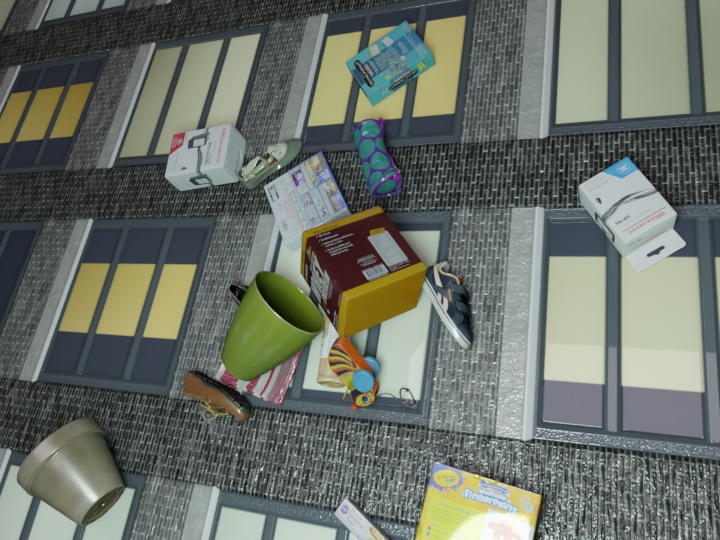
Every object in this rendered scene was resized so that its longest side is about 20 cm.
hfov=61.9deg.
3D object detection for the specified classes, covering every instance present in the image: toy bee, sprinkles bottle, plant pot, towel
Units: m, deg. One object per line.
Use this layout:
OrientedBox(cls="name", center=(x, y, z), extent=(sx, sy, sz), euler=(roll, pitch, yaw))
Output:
OrientedBox(cls="toy bee", center=(-0.003, 0.238, 1.238), extent=(0.109, 0.130, 0.201), euler=(-47, 73, 28))
OrientedBox(cls="sprinkles bottle", center=(-0.053, 0.151, 1.322), extent=(0.067, 0.068, 0.204), euler=(-3, 66, 21))
OrientedBox(cls="plant pot", center=(-0.634, 0.469, 1.363), extent=(0.173, 0.200, 0.201), euler=(40, 85, 14))
OrientedBox(cls="plant pot", center=(-0.211, 0.140, 1.313), extent=(0.201, 0.186, 0.188), euler=(-50, 57, 16))
OrientedBox(cls="towel", center=(-0.238, 0.213, 1.393), extent=(0.197, 0.023, 0.146), euler=(14, 76, 27))

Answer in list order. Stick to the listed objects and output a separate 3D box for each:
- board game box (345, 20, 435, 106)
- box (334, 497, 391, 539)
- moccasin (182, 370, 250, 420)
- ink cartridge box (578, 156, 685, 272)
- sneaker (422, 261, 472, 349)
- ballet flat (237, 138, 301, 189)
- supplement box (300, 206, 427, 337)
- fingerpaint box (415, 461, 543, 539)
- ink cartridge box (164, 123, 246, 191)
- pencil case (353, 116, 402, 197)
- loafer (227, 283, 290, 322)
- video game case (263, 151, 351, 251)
OrientedBox(cls="board game box", center=(0.078, -0.554, 1.604), extent=(0.198, 0.047, 0.152), euler=(-32, 59, 6))
OrientedBox(cls="box", center=(0.033, 0.516, 1.137), extent=(0.199, 0.039, 0.042), euler=(37, 82, 31))
OrientedBox(cls="moccasin", center=(-0.333, 0.297, 1.369), extent=(0.198, 0.074, 0.079), euler=(19, 85, 25))
OrientedBox(cls="ink cartridge box", center=(0.542, -0.113, 1.199), extent=(0.115, 0.068, 0.202), euler=(-31, 59, 7))
OrientedBox(cls="sneaker", center=(0.193, 0.063, 1.255), extent=(0.079, 0.078, 0.202), euler=(-34, 57, 11))
OrientedBox(cls="ballet flat", center=(-0.244, -0.295, 1.608), extent=(0.199, 0.064, 0.068), euler=(-38, 58, 2))
OrientedBox(cls="supplement box", center=(0.000, 0.000, 1.287), extent=(0.194, 0.134, 0.201), euler=(-20, 55, -23))
OrientedBox(cls="fingerpaint box", center=(0.210, 0.456, 1.071), extent=(0.197, 0.073, 0.170), euler=(9, 71, 25))
OrientedBox(cls="ink cartridge box", center=(-0.433, -0.317, 1.684), extent=(0.196, 0.083, 0.148), euler=(-6, 65, 20))
OrientedBox(cls="pencil case", center=(0.042, -0.275, 1.470), extent=(0.092, 0.085, 0.203), euler=(-32, 58, 24))
OrientedBox(cls="loafer", center=(-0.244, 0.091, 1.431), extent=(0.198, 0.063, 0.073), euler=(29, 82, 30))
OrientedBox(cls="video game case", center=(-0.135, -0.176, 1.520), extent=(0.179, 0.045, 0.202), euler=(-30, 59, 9))
